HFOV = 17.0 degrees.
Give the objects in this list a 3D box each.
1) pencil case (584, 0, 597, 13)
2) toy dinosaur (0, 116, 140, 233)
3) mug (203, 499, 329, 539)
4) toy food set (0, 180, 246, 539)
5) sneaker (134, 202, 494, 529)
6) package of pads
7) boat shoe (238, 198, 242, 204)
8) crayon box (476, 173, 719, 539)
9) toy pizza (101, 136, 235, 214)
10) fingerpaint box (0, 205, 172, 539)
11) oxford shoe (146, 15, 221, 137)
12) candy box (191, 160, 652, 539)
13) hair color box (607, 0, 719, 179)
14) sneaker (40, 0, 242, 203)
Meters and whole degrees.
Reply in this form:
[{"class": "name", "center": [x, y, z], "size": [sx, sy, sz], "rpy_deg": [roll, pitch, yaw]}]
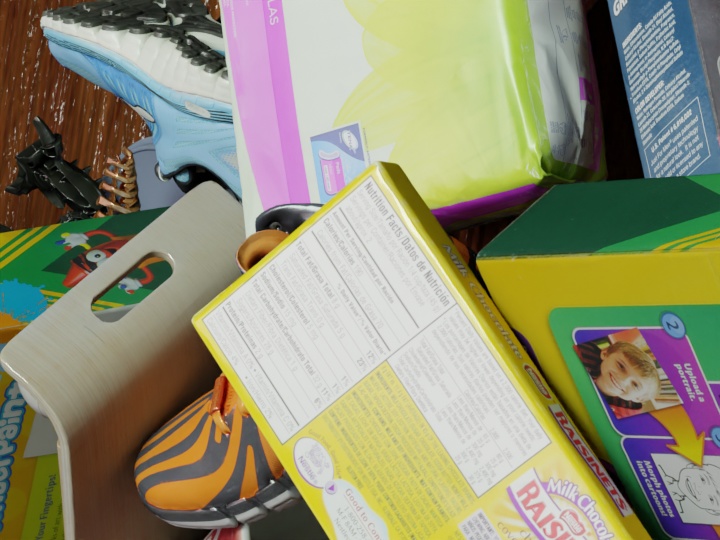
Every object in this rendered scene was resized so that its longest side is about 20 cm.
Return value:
[{"class": "pencil case", "center": [0.054, -0.109, 1.084], "size": [0.200, 0.087, 0.087], "rpy_deg": [-55, 44, 16]}, {"class": "toy dinosaur", "center": [-0.148, -0.003, 1.264], "size": [0.136, 0.102, 0.200], "rpy_deg": [46, 121, 11]}, {"class": "mug", "center": [-0.036, 0.177, 1.146], "size": [0.133, 0.177, 0.200], "rpy_deg": [47, 130, 4]}, {"class": "toy food set", "center": [-0.106, 0.073, 1.112], "size": [0.060, 0.143, 0.201], "rpy_deg": [28, 139, 23]}, {"class": "sneaker", "center": [-0.034, 0.031, 1.005], "size": [0.199, 0.112, 0.078], "rpy_deg": [-29, 40, 22]}, {"class": "package of pads", "center": [0.018, -0.113, 1.016], "size": [0.154, 0.068, 0.201], "rpy_deg": [-15, 78, 30]}, {"class": "boat shoe", "center": [0.000, 0.000, 1.154], "size": [0.072, 0.075, 0.201], "rpy_deg": [-50, 48, 29]}, {"class": "crayon box", "center": [0.154, 0.063, 0.872], "size": [0.172, 0.058, 0.201], "rpy_deg": [-2, 121, 50]}, {"class": "toy pizza", "center": [-0.094, 0.029, 1.276], "size": [0.200, 0.032, 0.202], "rpy_deg": [13, 105, 55]}, {"class": "fingerpaint box", "center": [-0.153, 0.075, 1.187], "size": [0.073, 0.166, 0.201], "rpy_deg": [48, 136, 38]}, {"class": "oxford shoe", "center": [-0.049, -0.095, 1.246], "size": [0.200, 0.072, 0.085], "rpy_deg": [-10, 82, 58]}, {"class": "candy box", "center": [0.027, 0.069, 0.896], "size": [0.102, 0.026, 0.201], "rpy_deg": [-38, 76, 19]}, {"class": "hair color box", "center": [0.157, -0.093, 0.947], "size": [0.061, 0.099, 0.201], "rpy_deg": [130, 136, -57]}, {"class": "sneaker", "center": [-0.096, -0.081, 1.191], "size": [0.200, 0.078, 0.090], "rpy_deg": [30, 126, 48]}]
